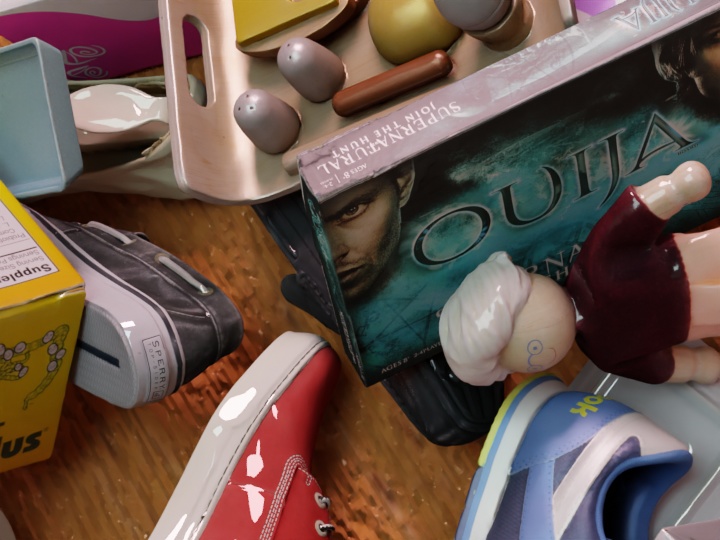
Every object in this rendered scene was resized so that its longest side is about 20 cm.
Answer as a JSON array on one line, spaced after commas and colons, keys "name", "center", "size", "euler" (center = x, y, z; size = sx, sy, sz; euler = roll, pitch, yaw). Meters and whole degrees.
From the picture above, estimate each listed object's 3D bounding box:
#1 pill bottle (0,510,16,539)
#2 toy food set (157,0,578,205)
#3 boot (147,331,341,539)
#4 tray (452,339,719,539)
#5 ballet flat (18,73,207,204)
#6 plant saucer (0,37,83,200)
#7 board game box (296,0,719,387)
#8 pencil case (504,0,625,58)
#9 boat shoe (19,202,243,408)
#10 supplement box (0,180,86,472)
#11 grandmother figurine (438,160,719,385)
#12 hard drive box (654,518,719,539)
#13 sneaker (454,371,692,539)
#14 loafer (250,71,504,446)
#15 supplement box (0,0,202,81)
[{"name": "pill bottle", "center": [-0.265, 0.145, 1.267], "size": [0.199, 0.112, 0.113], "euler": [1, 74, 26]}, {"name": "toy food set", "center": [-0.001, -0.128, 1.173], "size": [0.199, 0.060, 0.144], "euler": [-21, 60, 23]}, {"name": "boot", "center": [-0.016, 0.129, 1.170], "size": [0.144, 0.073, 0.201], "euler": [21, 58, 9]}, {"name": "tray", "center": [0.096, 0.116, 1.149], "size": [0.107, 0.022, 0.200], "euler": [38, 93, 30]}, {"name": "ballet flat", "center": [-0.150, -0.069, 1.306], "size": [0.199, 0.069, 0.070], "euler": [-2, 73, 26]}, {"name": "plant saucer", "center": [-0.190, -0.064, 1.279], "size": [0.199, 0.019, 0.070], "euler": [-8, 94, 53]}, {"name": "board game box", "center": [0.075, -0.039, 1.105], "size": [0.199, 0.136, 0.028], "euler": [-26, 54, -8]}, {"name": "pencil case", "center": [0.112, -0.093, 1.179], "size": [0.200, 0.084, 0.086], "euler": [-43, 19, 7]}, {"name": "boat shoe", "center": [-0.124, 0.014, 1.265], "size": [0.200, 0.071, 0.073], "euler": [32, 129, 49]}, {"name": "supplement box", "center": [-0.230, 0.000, 1.244], "size": [0.200, 0.108, 0.110], "euler": [47, 137, 34]}, {"name": "grandmother figurine", "center": [0.129, 0.007, 1.091], "size": [0.199, 0.122, 0.061], "euler": [-11, 33, -3]}, {"name": "hard drive box", "center": [0.136, 0.222, 1.028], "size": [0.156, 0.077, 0.201], "euler": [41, 112, 28]}, {"name": "sneaker", "center": [0.076, 0.143, 1.095], "size": [0.082, 0.074, 0.201], "euler": [13, 81, 27]}, {"name": "loafer", "center": [0.000, 0.000, 1.214], "size": [0.070, 0.068, 0.201], "euler": [-45, 62, 31]}, {"name": "supplement box", "center": [-0.126, -0.208, 1.319], "size": [0.103, 0.101, 0.201], "euler": [-13, 68, 22]}]
